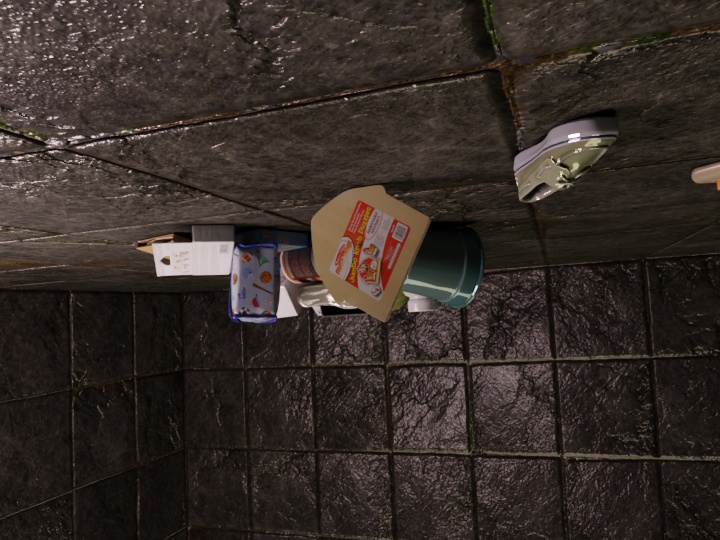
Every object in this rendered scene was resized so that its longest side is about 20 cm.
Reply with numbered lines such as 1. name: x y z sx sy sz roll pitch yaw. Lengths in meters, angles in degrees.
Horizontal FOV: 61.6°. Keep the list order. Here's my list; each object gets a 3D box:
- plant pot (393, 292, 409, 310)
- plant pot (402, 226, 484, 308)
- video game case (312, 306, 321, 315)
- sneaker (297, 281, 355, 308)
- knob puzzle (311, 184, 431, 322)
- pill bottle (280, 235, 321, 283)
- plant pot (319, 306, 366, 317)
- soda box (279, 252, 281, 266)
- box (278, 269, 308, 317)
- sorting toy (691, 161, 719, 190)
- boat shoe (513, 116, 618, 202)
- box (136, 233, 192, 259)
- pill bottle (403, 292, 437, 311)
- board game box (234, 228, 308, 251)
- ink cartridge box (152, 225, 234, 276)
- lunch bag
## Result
1. plant pot: 0.089 -0.001 1.801 0.192 0.207 0.190 -2 163 -12
2. plant pot: 0.170 -0.019 1.480 0.190 0.208 0.199 7 172 -26
3. video game case: -0.083 0.061 1.822 0.194 0.036 0.184 -5 132 31
4. sneaker: -0.061 0.054 1.534 0.193 0.078 0.084 1 -173 21
5. knob puzzle: 0.001 -0.042 0.990 0.213 0.229 0.030 -5 176 27
6. pill bottle: -0.105 -0.032 1.517 0.112 0.119 0.196 1 175 -42
7. plant pot: 0.000 0.000 1.626 0.174 0.207 0.196 -15 -175 -42
8. soda box: -0.301 -0.035 1.665 0.194 0.071 0.064 -6 175 31
9. box: -0.208 0.031 1.683 0.121 0.100 0.202 -9 -149 25
10. sorting toy: 0.654 -0.155 0.935 0.193 0.038 0.184 -1 176 -24
11. boat shoe: 0.251 -0.132 0.744 0.069 0.065 0.200 -2 175 -10
12. box: -0.423 -0.043 1.483 0.160 0.022 0.197 -5 162 38
13. pill bottle: 0.165 0.008 1.656 0.108 0.208 0.112 -3 176 0
14. board game box: -0.244 -0.067 1.483 0.148 0.038 0.196 3 174 -45
15. ink cartridge box: -0.372 -0.042 1.351 0.167 0.045 0.200 -1 160 -16
16. lunch bag: -0.247 0.035 1.413 0.119 0.177 0.200 2 173 -7
